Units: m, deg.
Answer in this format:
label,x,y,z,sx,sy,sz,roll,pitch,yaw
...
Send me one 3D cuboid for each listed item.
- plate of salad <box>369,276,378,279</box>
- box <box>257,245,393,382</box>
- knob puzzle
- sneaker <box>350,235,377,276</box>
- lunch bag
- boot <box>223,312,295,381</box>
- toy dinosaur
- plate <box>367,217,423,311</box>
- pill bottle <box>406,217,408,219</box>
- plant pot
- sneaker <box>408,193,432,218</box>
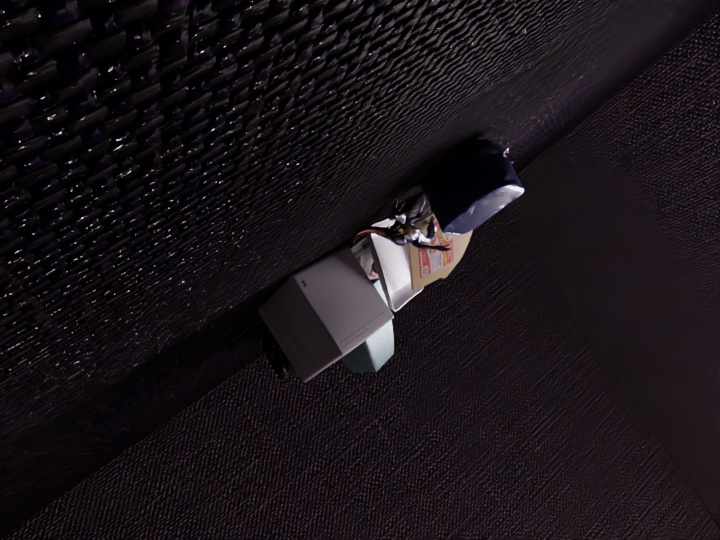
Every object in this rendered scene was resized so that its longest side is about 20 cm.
label,x,y,z,sx,sy,sz,roll,pitch,yaw
plate of salad,0.058,-0.023,1.603,0.195,0.049,0.203,-6,135,-6
box,-0.076,0.093,1.337,0.198,0.202,0.171,-29,172,-45
knob puzzle,0.189,-0.070,1.452,0.218,0.223,0.030,-34,-140,-19
sneaker,-0.006,-0.010,1.505,0.198,0.094,0.070,-37,175,23
lunch bag,0.230,-0.182,1.248,0.199,0.134,0.135,-36,160,29
boot,-0.235,0.200,1.485,0.199,0.170,0.076,-36,176,32
toy dinosaur,0.101,-0.094,1.320,0.195,0.108,0.181,-1,169,19
plate,0.080,-0.024,1.440,0.032,0.205,0.199,-13,-172,29
pill bottle,0.115,-0.068,1.766,0.111,0.113,0.200,-33,176,-23
plant pot,-0.001,0.149,1.547,0.139,0.204,0.141,-10,-161,42
sneaker,0.159,-0.145,1.500,0.098,0.079,0.200,-32,177,19
